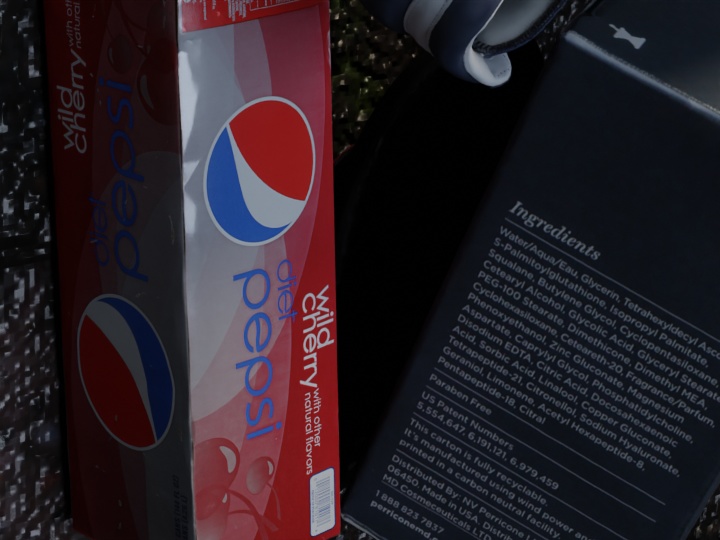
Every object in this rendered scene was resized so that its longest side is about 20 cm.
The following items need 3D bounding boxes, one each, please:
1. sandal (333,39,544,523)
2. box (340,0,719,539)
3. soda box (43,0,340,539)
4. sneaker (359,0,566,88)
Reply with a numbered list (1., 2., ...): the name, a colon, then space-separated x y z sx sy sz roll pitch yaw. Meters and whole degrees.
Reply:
1. sandal: 0.000 0.000 0.783 0.075 0.045 0.201 14 107 -41
2. box: 0.096 0.001 0.743 0.148 0.107 0.201 -47 163 -55
3. soda box: -0.052 -0.008 0.700 0.063 0.070 0.201 -16 114 -40
4. sneaker: 0.022 -0.119 0.659 0.070 0.108 0.200 -56 -179 25
